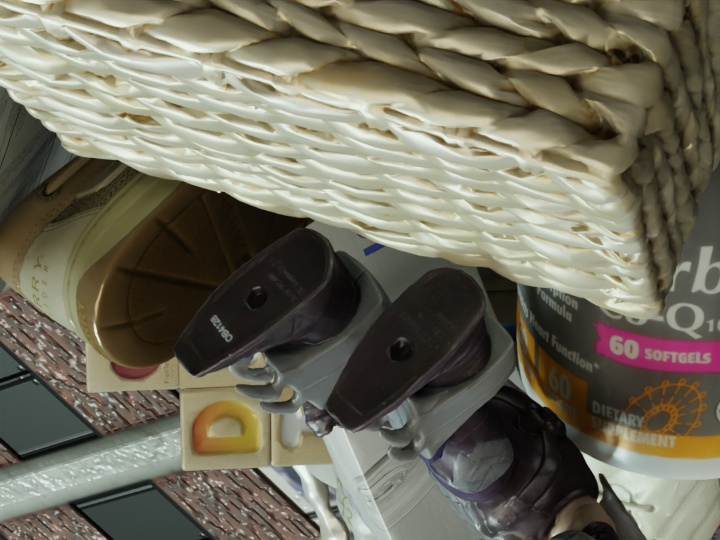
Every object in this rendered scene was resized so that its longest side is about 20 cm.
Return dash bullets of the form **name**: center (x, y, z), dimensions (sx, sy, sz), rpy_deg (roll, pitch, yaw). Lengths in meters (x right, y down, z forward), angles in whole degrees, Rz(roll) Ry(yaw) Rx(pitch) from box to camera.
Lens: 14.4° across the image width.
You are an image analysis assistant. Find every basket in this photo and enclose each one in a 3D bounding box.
- **basket**: center (0.013, -0.098, 0.725), dimensions (0.199, 0.162, 0.198), rpy_deg (16, 173, 11)

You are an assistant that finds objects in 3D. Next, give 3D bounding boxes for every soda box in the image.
- **soda box**: center (0.000, 0.000, 0.973), dimensions (0.201, 0.068, 0.063), rpy_deg (68, 170, -23)

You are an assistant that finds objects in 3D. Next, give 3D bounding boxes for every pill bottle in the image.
- **pill bottle**: center (0.106, -0.041, 0.908), dimensions (0.116, 0.117, 0.201), rpy_deg (11, 130, 18)

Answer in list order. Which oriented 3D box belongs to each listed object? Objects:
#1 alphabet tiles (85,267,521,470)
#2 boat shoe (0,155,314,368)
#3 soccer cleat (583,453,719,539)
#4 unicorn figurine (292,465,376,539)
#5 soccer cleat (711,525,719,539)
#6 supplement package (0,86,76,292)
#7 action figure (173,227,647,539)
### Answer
- **alphabet tiles**: center (-0.001, -0.006, 1.014), dimensions (0.198, 0.006, 0.168), rpy_deg (-2, 114, -5)
- **boat shoe**: center (-0.027, -0.052, 0.872), dimensions (0.064, 0.200, 0.072), rpy_deg (28, 144, 38)
- **soccer cleat**: center (0.090, 0.110, 1.044), dimensions (0.069, 0.078, 0.201), rpy_deg (23, 143, 20)
- **unicorn figurine**: center (-0.015, 0.070, 1.157), dimensions (0.199, 0.074, 0.138), rpy_deg (20, 142, 43)
- **soccer cleat**: center (0.149, 0.122, 1.139), dimensions (0.068, 0.074, 0.200), rpy_deg (-2, 175, -18)
- **supplement package**: center (-0.164, -0.070, 0.874), dimensions (0.151, 0.200, 0.151), rpy_deg (24, 119, 2)
- **action figure**: center (0.026, 0.050, 0.871), dimensions (0.130, 0.070, 0.200), rpy_deg (36, 175, 32)
